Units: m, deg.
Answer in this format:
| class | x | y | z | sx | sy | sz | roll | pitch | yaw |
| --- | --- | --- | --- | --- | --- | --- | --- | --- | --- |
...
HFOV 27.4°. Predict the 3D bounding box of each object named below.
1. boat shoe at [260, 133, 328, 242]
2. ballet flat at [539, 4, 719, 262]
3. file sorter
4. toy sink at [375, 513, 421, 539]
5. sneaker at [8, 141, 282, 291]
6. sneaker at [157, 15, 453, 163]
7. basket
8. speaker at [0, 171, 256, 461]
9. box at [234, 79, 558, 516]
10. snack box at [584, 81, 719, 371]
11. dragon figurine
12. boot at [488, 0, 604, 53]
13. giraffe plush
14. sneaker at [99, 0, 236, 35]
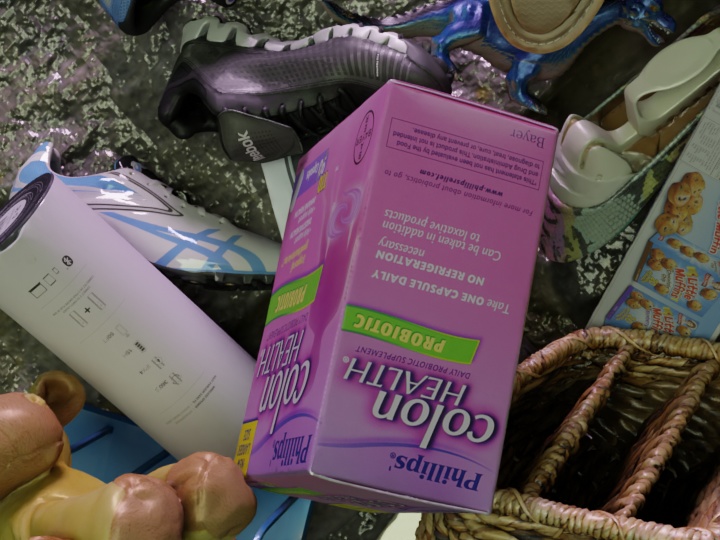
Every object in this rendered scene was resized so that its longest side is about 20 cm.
| class | x | y | z | sx | sy | sz | roll | pitch | yaw |
| --- | --- | --- | --- | --- | --- | --- | --- | --- | --- |
| boat shoe | 0.000 | 0.000 | 0.921 | 0.068 | 0.072 | 0.200 | -19 | 85 | 16 |
| ballet flat | 0.163 | -0.087 | 0.860 | 0.200 | 0.071 | 0.069 | -45 | 60 | 19 |
| file sorter | -0.150 | 0.183 | 0.948 | 0.200 | 0.123 | 0.139 | 16 | 100 | 11 |
| toy sink | 0.042 | 0.230 | 0.915 | 0.130 | 0.112 | 0.200 | 35 | 98 | 7 |
| sneaker | -0.128 | -0.032 | 0.945 | 0.200 | 0.072 | 0.073 | 16 | 85 | 6 |
| sneaker | -0.040 | -0.099 | 0.880 | 0.200 | 0.066 | 0.091 | 10 | 61 | 32 |
| basket | 0.133 | 0.101 | 0.816 | 0.143 | 0.200 | 0.149 | 38 | 128 | 9 |
| speaker | -0.141 | 0.036 | 0.897 | 0.081 | 0.081 | 0.200 | -40 | 113 | 14 |
| box | 0.013 | 0.024 | 0.794 | 0.097 | 0.176 | 0.200 | 14 | 78 | -15 |
| snack box | 0.202 | -0.025 | 0.850 | 0.072 | 0.024 | 0.200 | 28 | 126 | 8 |
| dragon figurine | 0.084 | -0.157 | 0.882 | 0.200 | 0.059 | 0.100 | 21 | 99 | 5 |
| boot | 0.104 | -0.216 | 0.820 | 0.077 | 0.155 | 0.200 | -1 | 93 | 4 |
| giraffe plush | -0.176 | 0.134 | 0.827 | 0.162 | 0.172 | 0.200 | 52 | 132 | 19 |
| sneaker | -0.079 | -0.208 | 0.900 | 0.200 | 0.079 | 0.089 | -29 | 75 | 23 |
